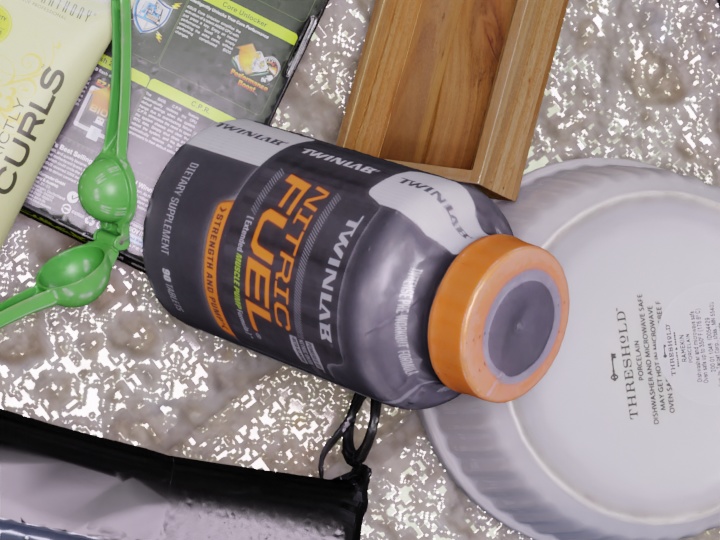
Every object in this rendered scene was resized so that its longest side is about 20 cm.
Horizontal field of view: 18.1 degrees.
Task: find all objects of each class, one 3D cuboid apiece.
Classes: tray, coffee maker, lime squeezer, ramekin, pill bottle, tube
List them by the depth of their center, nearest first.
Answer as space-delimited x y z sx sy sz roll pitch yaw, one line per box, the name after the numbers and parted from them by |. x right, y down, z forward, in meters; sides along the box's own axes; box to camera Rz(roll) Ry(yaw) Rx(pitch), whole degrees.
0.000 0.000 1.041 0.106 0.200 0.107 -18 116 -42 | pill bottle
-0.181 -0.058 1.075 0.058 0.052 0.201 28 83 -44 | tube
-0.139 -0.029 1.077 0.070 0.038 0.201 31 82 -25 | lime squeezer
-0.105 0.124 1.085 0.199 0.135 0.193 14 60 -7 | coffee maker
0.131 0.041 1.112 0.199 0.105 0.201 0 88 -11 | ramekin
0.057 -0.139 1.132 0.037 0.098 0.201 21 81 -48 | tray

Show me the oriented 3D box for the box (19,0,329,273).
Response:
-0.132 -0.119 1.129 0.199 0.048 0.194 25 81 -4 | box

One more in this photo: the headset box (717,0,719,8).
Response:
0.256 -0.131 1.104 0.092 0.200 0.175 -20 89 -9 | headset box
